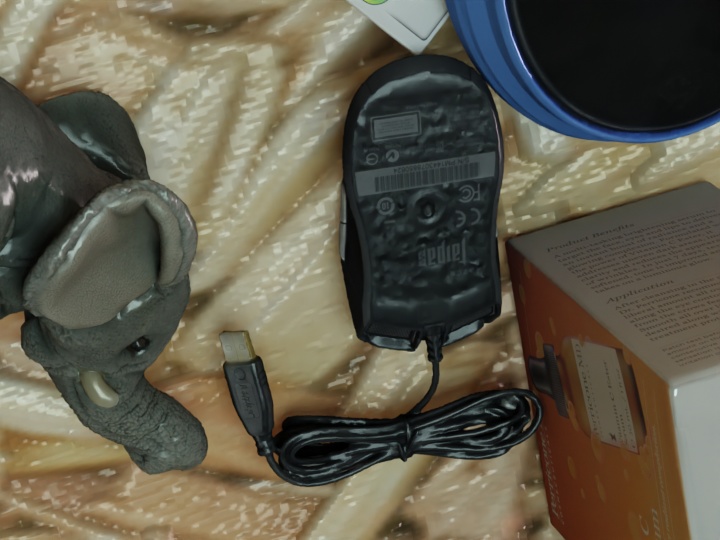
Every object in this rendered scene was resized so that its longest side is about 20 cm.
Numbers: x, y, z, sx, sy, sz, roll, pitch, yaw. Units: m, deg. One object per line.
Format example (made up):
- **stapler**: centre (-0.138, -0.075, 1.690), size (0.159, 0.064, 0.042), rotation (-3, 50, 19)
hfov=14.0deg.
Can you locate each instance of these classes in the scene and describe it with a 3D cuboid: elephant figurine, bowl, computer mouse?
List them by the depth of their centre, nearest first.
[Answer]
- **elephant figurine**: centre (-0.127, -0.011, 1.238), size (0.199, 0.155, 0.142), rotation (10, 61, -30)
- **bowl**: centre (0.129, -0.149, 1.276), size (0.199, 0.039, 0.202), rotation (-12, 116, -26)
- **computer mouse**: centre (0.000, 0.000, 1.313), size (0.139, 0.046, 0.201), rotation (-13, 116, -7)

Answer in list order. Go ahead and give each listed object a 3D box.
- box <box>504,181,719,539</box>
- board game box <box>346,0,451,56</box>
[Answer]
- **box**: centre (0.154, 0.070, 1.292), size (0.106, 0.200, 0.153), rotation (-16, 111, -12)
- **board game box**: centre (-0.013, -0.200, 1.245), size (0.200, 0.035, 0.127), rotation (36, 94, -23)
